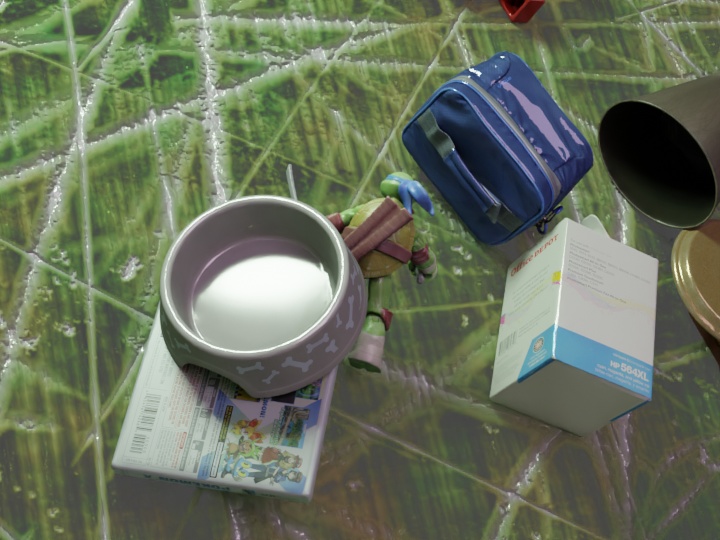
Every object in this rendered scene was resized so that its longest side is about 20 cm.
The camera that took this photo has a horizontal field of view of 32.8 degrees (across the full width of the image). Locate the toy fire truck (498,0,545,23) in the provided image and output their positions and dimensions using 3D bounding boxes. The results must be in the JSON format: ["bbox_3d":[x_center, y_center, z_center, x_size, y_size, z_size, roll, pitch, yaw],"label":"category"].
[{"bbox_3d":[0.228,-0.425,1.622,0.141,0.049,0.201,-7,68,-29],"label":"toy fire truck"}]

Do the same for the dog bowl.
[{"bbox_3d":[-0.094,0.016,1.137,0.199,0.059,0.201,-3,59,4],"label":"dog bowl"}]

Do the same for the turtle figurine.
[{"bbox_3d":[0.000,0.000,1.266,0.144,0.200,0.195,32,73,-37],"label":"turtle figurine"}]

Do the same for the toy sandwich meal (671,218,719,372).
[{"bbox_3d":[0.453,0.032,1.493,0.204,0.070,0.206,11,57,-18],"label":"toy sandwich meal"}]

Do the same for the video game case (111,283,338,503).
[{"bbox_3d":[-0.116,0.107,1.134,0.182,0.022,0.201,7,58,6],"label":"video game case"}]

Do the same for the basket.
[{"bbox_3d":[0.422,-0.166,1.540,0.200,0.136,0.180,-31,76,-39],"label":"basket"}]

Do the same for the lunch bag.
[{"bbox_3d":[0.152,-0.125,1.371,0.132,0.136,0.200,-37,86,-36],"label":"lunch bag"}]

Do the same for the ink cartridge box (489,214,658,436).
[{"bbox_3d":[0.234,0.052,1.325,0.125,0.129,0.201,23,57,-16],"label":"ink cartridge box"}]
